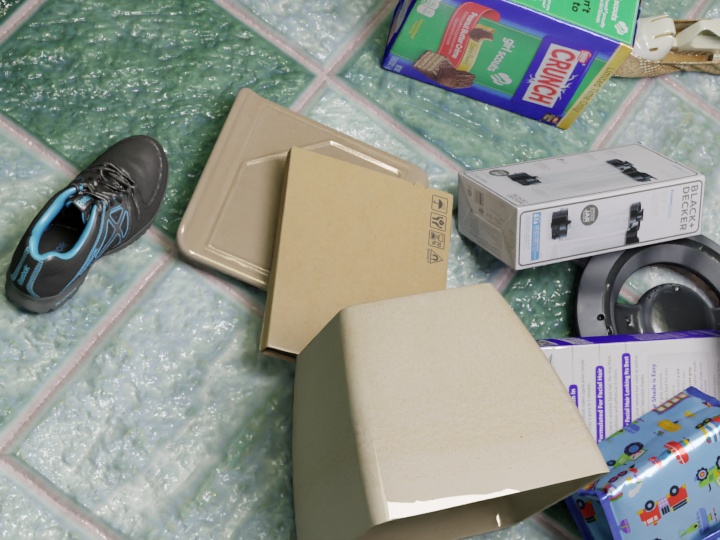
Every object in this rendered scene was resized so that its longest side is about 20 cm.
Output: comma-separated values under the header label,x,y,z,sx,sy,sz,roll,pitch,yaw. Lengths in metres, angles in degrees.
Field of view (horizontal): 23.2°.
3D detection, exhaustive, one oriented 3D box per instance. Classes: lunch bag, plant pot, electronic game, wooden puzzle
label,x,y,z,sx,sy,sz,roll,pitch,yaw
lunch bag,0.275,0.225,1.475,0.151,0.094,0.200,-30,108,-14
plant pot,0.047,0.121,1.402,0.200,0.200,0.177,-10,73,-23
electronic game,0.290,0.051,1.623,0.200,0.042,0.200,7,68,-17
wooden puzzle,-0.050,-0.051,1.575,0.200,0.037,0.185,26,58,-9

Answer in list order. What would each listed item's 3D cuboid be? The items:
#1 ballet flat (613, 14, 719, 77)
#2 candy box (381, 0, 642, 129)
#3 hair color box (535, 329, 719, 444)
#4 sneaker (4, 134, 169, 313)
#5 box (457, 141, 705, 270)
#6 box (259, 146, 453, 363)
label,x,y,z,sx,sy,sz,roll,pitch,yaw
ballet flat,0.318,-0.234,1.773,0.200,0.065,0.071,-5,65,-20
candy box,0.140,-0.227,1.650,0.200,0.169,0.077,17,63,-8
hair color box,0.229,0.112,1.527,0.200,0.065,0.109,-2,95,-17
sneaker,-0.222,-0.050,1.488,0.073,0.082,0.200,32,57,3
box,0.203,-0.062,1.611,0.200,0.060,0.117,-12,24,-24
box,0.000,0.000,1.535,0.163,0.021,0.200,16,61,-19
